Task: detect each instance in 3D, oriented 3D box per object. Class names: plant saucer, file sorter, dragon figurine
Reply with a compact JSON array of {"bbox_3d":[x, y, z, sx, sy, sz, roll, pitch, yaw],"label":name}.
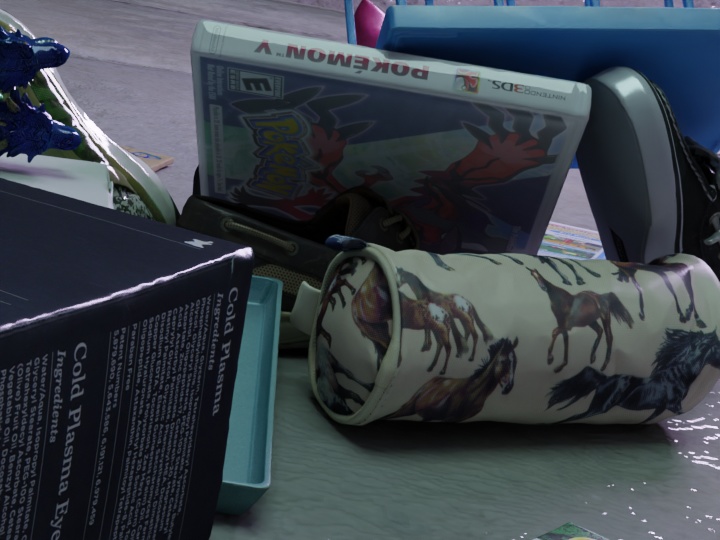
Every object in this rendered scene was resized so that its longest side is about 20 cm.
[{"bbox_3d":[-0.068,0.041,0.637,0.069,0.019,0.200,9,21,-5],"label":"plant saucer"},{"bbox_3d":[0.094,-0.135,0.808,0.198,0.124,0.139,-1,-24,-10],"label":"file sorter"},{"bbox_3d":[-0.209,-0.085,0.641,0.198,0.059,0.099,8,8,-12],"label":"dragon figurine"}]

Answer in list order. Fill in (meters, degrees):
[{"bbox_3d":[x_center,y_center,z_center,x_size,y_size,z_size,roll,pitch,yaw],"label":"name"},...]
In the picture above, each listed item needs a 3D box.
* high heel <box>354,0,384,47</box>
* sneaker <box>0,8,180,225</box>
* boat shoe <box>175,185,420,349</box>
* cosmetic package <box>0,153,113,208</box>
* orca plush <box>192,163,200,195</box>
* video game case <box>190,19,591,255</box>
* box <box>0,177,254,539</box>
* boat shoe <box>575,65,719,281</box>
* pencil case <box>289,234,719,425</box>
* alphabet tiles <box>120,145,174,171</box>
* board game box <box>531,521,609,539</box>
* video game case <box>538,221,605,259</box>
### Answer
[{"bbox_3d":[0.081,-0.246,1.802,0.199,0.097,0.067,4,15,-25],"label":"high heel"},{"bbox_3d":[-0.156,-0.050,0.739,0.200,0.077,0.089,42,15,-29],"label":"sneaker"},{"bbox_3d":[0.000,0.000,0.777,0.199,0.074,0.074,3,15,-27],"label":"boat shoe"},{"bbox_3d":[-0.201,-0.008,0.634,0.198,0.086,0.108,8,12,-10],"label":"cosmetic package"},{"bbox_3d":[-0.015,-0.035,0.994,0.199,0.071,0.106,-2,62,-29],"label":"orca plush"},{"bbox_3d":[0.008,-0.049,0.800,0.181,0.023,0.200,9,-25,1],"label":"video game case"},{"bbox_3d":[-0.162,0.031,0.462,0.199,0.105,0.182,16,15,21],"label":"box"},{"bbox_3d":[0.158,-0.033,0.800,0.068,0.200,0.074,-30,44,-6],"label":"boat shoe"},{"bbox_3d":[0.072,0.027,0.713,0.199,0.078,0.090,2,29,-30],"label":"pencil case"},{"bbox_3d":[-0.232,-0.077,1.066,0.166,0.008,0.200,13,14,9],"label":"alphabet tiles"},{"bbox_3d":[0.117,0.127,0.453,0.199,0.024,0.104,20,19,34],"label":"board game box"},{"bbox_3d":[0.180,0.011,0.981,0.199,0.024,0.182,13,13,16],"label":"video game case"}]
